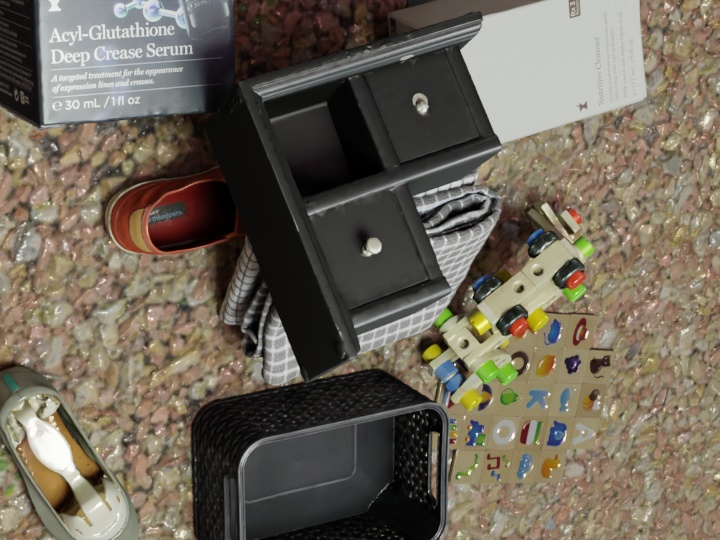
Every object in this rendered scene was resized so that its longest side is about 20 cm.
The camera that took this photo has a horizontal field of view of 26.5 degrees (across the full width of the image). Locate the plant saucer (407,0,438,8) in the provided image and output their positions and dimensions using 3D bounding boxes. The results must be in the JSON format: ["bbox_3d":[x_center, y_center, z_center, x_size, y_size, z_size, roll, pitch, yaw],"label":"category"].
[{"bbox_3d":[0.130,-0.225,1.304,0.199,0.027,0.202,-9,109,-28],"label":"plant saucer"}]

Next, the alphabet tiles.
[{"bbox_3d":[0.153,0.119,1.433,0.198,0.006,0.168,4,102,-32],"label":"alphabet tiles"}]

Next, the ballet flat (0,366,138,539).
[{"bbox_3d":[-0.225,0.162,1.180,0.067,0.064,0.201,-37,120,-17],"label":"ballet flat"}]

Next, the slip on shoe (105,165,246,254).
[{"bbox_3d":[-0.099,-0.053,1.195,0.199,0.061,0.075,-16,110,-28],"label":"slip on shoe"}]

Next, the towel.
[{"bbox_3d":[0.000,0.000,1.204,0.199,0.086,0.166,-17,156,-27],"label":"towel"}]

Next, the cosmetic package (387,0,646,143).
[{"bbox_3d":[0.128,-0.174,1.250,0.199,0.081,0.114,-21,117,-21],"label":"cosmetic package"}]

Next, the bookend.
[{"bbox_3d":[0.022,-0.053,1.081,0.197,0.092,0.202,-19,84,-24],"label":"bookend"}]

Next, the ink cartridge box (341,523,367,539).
[{"bbox_3d":[-0.019,0.342,1.356,0.116,0.068,0.201,38,83,-34],"label":"ink cartridge box"}]

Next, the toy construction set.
[{"bbox_3d":[0.138,0.025,1.327,0.201,0.092,0.131,-53,163,-10],"label":"toy construction set"}]

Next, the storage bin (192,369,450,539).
[{"bbox_3d":[-0.032,0.173,1.284,0.198,0.094,0.137,-9,109,-28],"label":"storage bin"}]

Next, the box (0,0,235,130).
[{"bbox_3d":[-0.175,-0.211,1.073,0.147,0.107,0.202,-9,108,-28],"label":"box"}]
